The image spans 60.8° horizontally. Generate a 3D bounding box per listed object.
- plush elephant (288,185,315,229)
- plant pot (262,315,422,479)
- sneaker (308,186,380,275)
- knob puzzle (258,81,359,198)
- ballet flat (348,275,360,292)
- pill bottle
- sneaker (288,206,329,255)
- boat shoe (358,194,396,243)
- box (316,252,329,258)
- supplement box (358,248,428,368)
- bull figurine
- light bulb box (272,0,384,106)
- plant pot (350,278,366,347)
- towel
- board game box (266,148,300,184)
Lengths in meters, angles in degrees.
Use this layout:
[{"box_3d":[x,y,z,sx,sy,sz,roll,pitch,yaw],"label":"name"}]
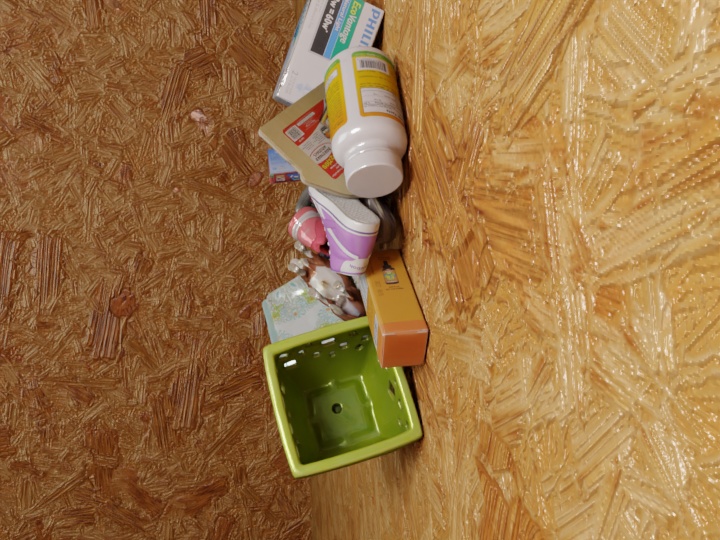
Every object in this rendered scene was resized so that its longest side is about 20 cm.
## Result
[{"box_3d":[-0.074,-0.193,1.253,0.156,0.163,0.200,64,-157,-18],"label":"plush elephant"},{"box_3d":[-0.031,0.209,0.961,0.182,0.196,0.202,94,160,-66],"label":"plant pot"},{"box_3d":[-0.038,-0.063,0.940,0.201,0.072,0.116,-122,37,-53],"label":"sneaker"},{"box_3d":[-0.031,-0.184,0.945,0.030,0.217,0.223,131,138,-54],"label":"knob puzzle"},{"box_3d":[0.000,0.000,1.089,0.200,0.071,0.073,-158,65,-79],"label":"ballet flat"},{"box_3d":[0.009,-0.213,0.893,0.111,0.109,0.203,106,159,-62],"label":"pill bottle"},{"box_3d":[-0.031,-0.049,1.044,0.087,0.199,0.074,47,119,33],"label":"sneaker"},{"box_3d":[0.018,-0.111,0.992,0.201,0.072,0.075,-124,38,-48],"label":"boat shoe"},{"box_3d":[-0.066,-0.086,1.488,0.141,0.078,0.203,-138,45,-73],"label":"box"},{"box_3d":[0.043,0.048,0.899,0.201,0.065,0.070,-104,13,-51],"label":"supplement box"},{"box_3d":[-0.065,0.016,1.053,0.199,0.065,0.121,39,-178,34],"label":"bull figurine"},{"box_3d":[-0.065,-0.374,1.082,0.200,0.123,0.201,-127,57,-74],"label":"light bulb box"},{"box_3d":[-0.065,0.156,1.209,0.202,0.173,0.202,91,171,-46],"label":"plant pot"},{"box_3d":[-0.087,0.081,1.116,0.048,0.170,0.201,57,-174,-45],"label":"towel"},{"box_3d":[-0.053,-0.183,1.010,0.103,0.197,0.020,-106,10,-54],"label":"board game box"}]
